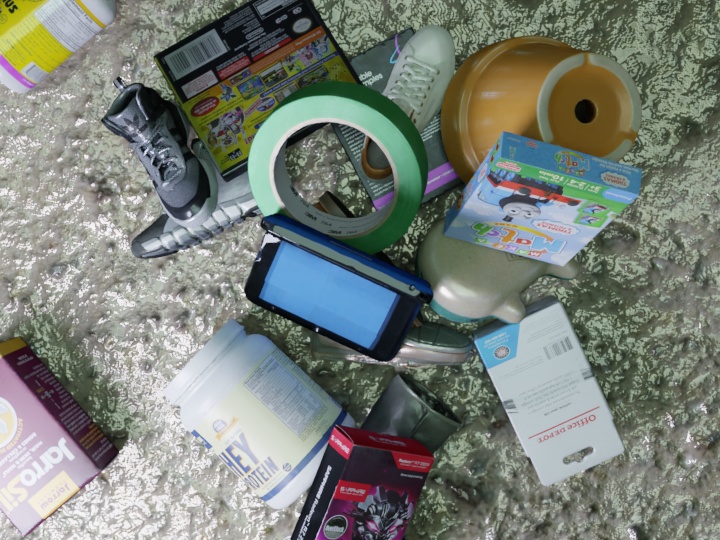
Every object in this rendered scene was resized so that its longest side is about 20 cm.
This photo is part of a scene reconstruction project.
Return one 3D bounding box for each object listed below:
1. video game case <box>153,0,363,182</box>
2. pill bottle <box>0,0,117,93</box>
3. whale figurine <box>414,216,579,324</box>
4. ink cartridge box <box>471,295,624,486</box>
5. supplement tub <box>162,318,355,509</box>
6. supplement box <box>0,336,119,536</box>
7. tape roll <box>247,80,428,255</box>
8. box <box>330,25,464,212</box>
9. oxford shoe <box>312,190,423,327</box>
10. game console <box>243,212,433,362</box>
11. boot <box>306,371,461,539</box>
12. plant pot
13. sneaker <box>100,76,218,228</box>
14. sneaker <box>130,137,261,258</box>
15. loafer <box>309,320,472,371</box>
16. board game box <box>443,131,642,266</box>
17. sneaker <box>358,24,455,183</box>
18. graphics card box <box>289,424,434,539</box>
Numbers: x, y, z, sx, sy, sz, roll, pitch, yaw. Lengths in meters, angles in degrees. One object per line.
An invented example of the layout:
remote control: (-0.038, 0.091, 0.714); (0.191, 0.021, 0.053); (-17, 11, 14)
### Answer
video game case: (-0.119, -0.230, 1.291); (0.200, 0.026, 0.181); (-30, 76, -3)
pill bottle: (-0.363, -0.310, 1.283); (0.200, 0.104, 0.104); (-39, 92, 3)
whale figurine: (0.160, -0.004, 1.305); (0.200, 0.104, 0.159); (-11, 69, -20)
ink cartridge box: (0.228, 0.146, 1.318); (0.116, 0.067, 0.200); (-24, 95, 3)
supplement tub: (-0.122, 0.169, 1.290); (0.200, 0.145, 0.145); (43, 94, -1)
supplement box: (-0.416, 0.200, 1.320); (0.131, 0.103, 0.200); (-41, 93, 2)
tape roll: (-0.025, -0.111, 1.219); (0.200, 0.048, 0.201); (7, 120, 12)
box: (0.045, -0.176, 1.318); (0.143, 0.036, 0.200); (-27, 94, 2)
oxford shoe: (0.000, 0.000, 1.318); (0.071, 0.071, 0.200); (-42, 81, 8)
game console: (-0.032, 0.027, 1.208); (0.200, 0.171, 0.118); (24, 94, 0)
boot: (0.053, 0.252, 1.325); (0.182, 0.073, 0.200); (42, 95, -2)
plant pot: (0.215, -0.171, 1.214); (0.200, 0.183, 0.200); (-1, 94, -17)
sneaker: (-0.237, -0.140, 1.246); (0.075, 0.114, 0.200); (-35, 55, 12)
sneaker: (-0.201, -0.098, 1.317); (0.200, 0.075, 0.116); (-24, 85, -4)
loafer: (0.036, 0.093, 1.327); (0.200, 0.072, 0.063); (10, 112, 7)
board game box: (0.191, -0.072, 1.172); (0.151, 0.200, 0.037); (14, 67, -7)
sneaker: (0.059, -0.194, 1.258); (0.073, 0.085, 0.200); (23, 92, 1)
graphics card box: (-0.006, 0.285, 1.244); (0.125, 0.051, 0.200); (17, 99, -36)
